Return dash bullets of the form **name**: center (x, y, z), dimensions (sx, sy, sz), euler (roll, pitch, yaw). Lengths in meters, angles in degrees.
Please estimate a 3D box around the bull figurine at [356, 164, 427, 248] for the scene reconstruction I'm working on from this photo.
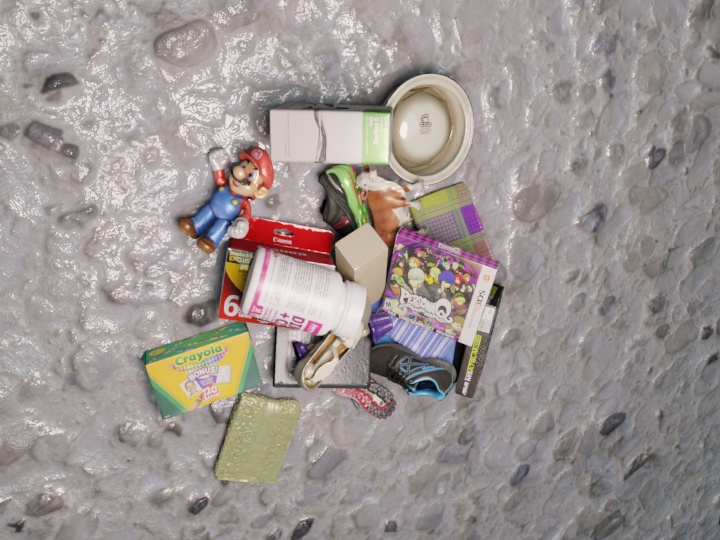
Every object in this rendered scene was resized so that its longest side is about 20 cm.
- **bull figurine**: center (0.061, -0.119, 1.157), dimensions (0.118, 0.066, 0.202), euler (4, 140, 15)

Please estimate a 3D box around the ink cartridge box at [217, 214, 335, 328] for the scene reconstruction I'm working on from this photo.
- **ink cartridge box**: center (-0.152, 0.006, 1.127), dimensions (0.195, 0.084, 0.180), euler (8, 104, -12)

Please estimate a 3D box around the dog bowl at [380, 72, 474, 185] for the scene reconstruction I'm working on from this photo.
- **dog bowl**: center (0.114, -0.269, 1.162), dimensions (0.195, 0.074, 0.205), euler (-7, 110, -18)

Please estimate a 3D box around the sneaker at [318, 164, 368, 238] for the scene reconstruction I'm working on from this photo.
- **sneaker**: center (-0.032, -0.107, 1.171), dimensions (0.082, 0.077, 0.204), euler (-3, 121, 17)

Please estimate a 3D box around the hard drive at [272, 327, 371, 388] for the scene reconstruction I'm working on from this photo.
- **hard drive**: center (-0.073, 0.161, 1.219), dimensions (0.195, 0.033, 0.143), euler (4, 84, -15)

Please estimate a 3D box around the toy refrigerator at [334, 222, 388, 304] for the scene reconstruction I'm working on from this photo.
- **toy refrigerator**: center (0.000, 0.000, 1.148), dimensions (0.075, 0.070, 0.201), euler (-32, 158, -14)

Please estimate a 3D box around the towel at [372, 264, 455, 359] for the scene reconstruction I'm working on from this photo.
- **towel**: center (0.112, 0.093, 1.250), dimensions (0.198, 0.024, 0.146), euler (34, 110, 1)

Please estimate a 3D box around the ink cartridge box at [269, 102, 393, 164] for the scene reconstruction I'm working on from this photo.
- **ink cartridge box**: center (-0.045, -0.233, 1.034), dimensions (0.195, 0.146, 0.086), euler (3, 109, 4)

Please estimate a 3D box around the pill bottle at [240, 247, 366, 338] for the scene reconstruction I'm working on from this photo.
- **pill bottle**: center (-0.096, 0.043, 1.042), dimensions (0.196, 0.114, 0.116), euler (17, 102, -13)

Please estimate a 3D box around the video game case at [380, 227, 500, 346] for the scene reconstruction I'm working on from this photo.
- **video game case**: center (0.146, 0.033, 1.165), dimensions (0.196, 0.036, 0.185), euler (21, 124, 13)

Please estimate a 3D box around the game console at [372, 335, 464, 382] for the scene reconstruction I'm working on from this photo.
- **game console**: center (0.120, 0.130, 1.280), dimensions (0.115, 0.174, 0.205), euler (-13, 116, -47)

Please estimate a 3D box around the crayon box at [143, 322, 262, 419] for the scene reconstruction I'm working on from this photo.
- **crayon box**: center (-0.297, 0.187, 1.164), dimensions (0.196, 0.058, 0.121), euler (-17, 113, -15)

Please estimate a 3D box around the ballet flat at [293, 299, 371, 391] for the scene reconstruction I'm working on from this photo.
- **ballet flat**: center (-0.041, 0.140, 1.122), dimensions (0.200, 0.064, 0.067), euler (-48, 117, -4)

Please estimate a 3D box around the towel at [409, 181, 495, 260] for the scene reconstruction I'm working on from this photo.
- **towel**: center (0.188, -0.064, 1.244), dimensions (0.141, 0.023, 0.204), euler (-20, 87, -15)

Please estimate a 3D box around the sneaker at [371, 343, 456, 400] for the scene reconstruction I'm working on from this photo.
- **sneaker**: center (0.094, 0.206, 1.246), dimensions (0.195, 0.082, 0.075), euler (9, 122, 17)

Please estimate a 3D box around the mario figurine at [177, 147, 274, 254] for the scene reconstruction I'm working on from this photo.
- **mario figurine**: center (-0.230, -0.132, 1.054), dimensions (0.123, 0.106, 0.201), euler (40, 89, -24)

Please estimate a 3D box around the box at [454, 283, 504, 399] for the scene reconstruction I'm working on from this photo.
- **box**: center (0.255, 0.143, 1.301), dimensions (0.046, 0.193, 0.205), euler (15, 106, 13)

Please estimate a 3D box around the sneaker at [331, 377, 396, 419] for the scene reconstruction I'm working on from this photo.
- **sneaker**: center (-0.015, 0.238, 1.288), dimensions (0.200, 0.074, 0.081), euler (45, 78, -14)

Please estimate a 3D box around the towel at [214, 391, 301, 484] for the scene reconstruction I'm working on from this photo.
- **towel**: center (-0.214, 0.350, 1.265), dimensions (0.145, 0.036, 0.204), euler (13, 103, -24)

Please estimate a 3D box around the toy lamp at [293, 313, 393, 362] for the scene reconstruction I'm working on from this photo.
- **toy lamp**: center (-0.030, 0.132, 1.187), dimensions (0.196, 0.058, 0.059), euler (-20, 114, -16)
